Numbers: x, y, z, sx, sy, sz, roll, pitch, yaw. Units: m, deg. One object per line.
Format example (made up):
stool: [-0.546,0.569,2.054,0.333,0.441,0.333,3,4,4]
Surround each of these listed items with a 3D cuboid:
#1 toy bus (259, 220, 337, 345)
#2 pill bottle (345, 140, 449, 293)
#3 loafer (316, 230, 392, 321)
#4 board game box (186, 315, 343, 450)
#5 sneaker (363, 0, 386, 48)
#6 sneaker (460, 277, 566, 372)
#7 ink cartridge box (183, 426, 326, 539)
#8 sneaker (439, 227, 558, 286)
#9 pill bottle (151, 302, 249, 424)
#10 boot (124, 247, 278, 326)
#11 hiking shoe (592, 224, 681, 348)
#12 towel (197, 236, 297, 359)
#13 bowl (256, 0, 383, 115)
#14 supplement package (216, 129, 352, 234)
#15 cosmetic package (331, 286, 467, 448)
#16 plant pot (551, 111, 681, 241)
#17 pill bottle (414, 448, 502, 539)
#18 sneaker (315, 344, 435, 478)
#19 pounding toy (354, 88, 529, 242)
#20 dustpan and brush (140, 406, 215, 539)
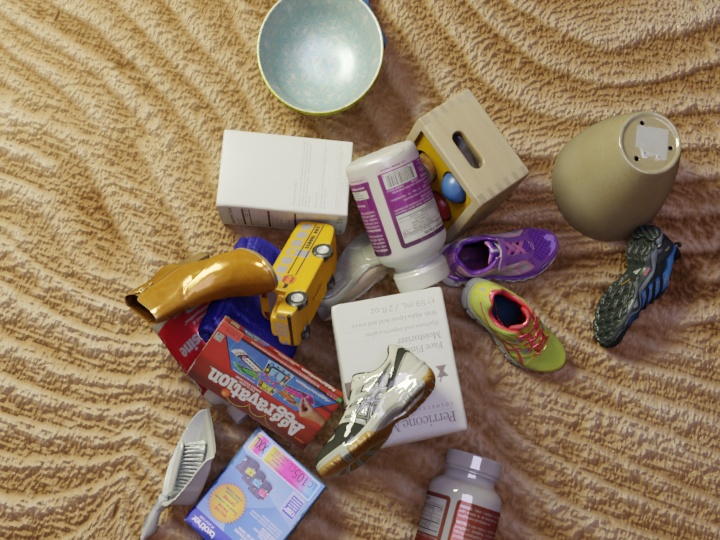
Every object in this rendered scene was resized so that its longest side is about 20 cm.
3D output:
toy bus: [-0.087,0.015,1.343,0.077,0.066,0.201,10,42,15]
pill bottle: [0.060,-0.076,1.371,0.110,0.112,0.203,-22,101,-7]
loafer: [0.000,0.000,1.448,0.199,0.064,0.072,-39,55,-24]
board game box: [-0.132,0.158,1.300,0.198,0.020,0.103,34,111,-11]
sneaker: [-0.011,-0.447,1.531,0.078,0.066,0.201,-38,83,-13]
sneaker: [0.240,0.089,1.409,0.199,0.090,0.079,37,78,-15]
ink cartridge box: [-0.160,0.347,1.356,0.136,0.076,0.201,38,81,5]
sneaker: [0.215,-0.025,1.446,0.196,0.089,0.082,-10,78,-6]
pill bottle: [-0.209,0.120,1.380,0.112,0.112,0.201,-38,83,-10]
boot: [-0.217,0.030,1.262,0.143,0.199,0.072,-38,120,-37]
hiking shoe: [0.434,0.035,1.452,0.086,0.074,0.203,26,92,-26]
towel: [-0.141,0.049,1.367,0.146,0.050,0.202,31,44,-13]
bowl: [-0.062,-0.331,1.479,0.195,0.108,0.205,0,83,-1]
supplement package: [-0.114,-0.132,1.434,0.195,0.117,0.120,6,79,-2]
cosmetic package: [0.051,0.148,1.361,0.161,0.165,0.204,-10,79,-3]
plant pot: [0.405,-0.162,1.427,0.183,0.200,0.192,1,78,-3]
pill bottle: [0.140,0.366,1.349,0.110,0.112,0.204,17,78,1]
sneaker: [0.006,0.184,1.242,0.200,0.076,0.088,-43,66,-9]
pounding toy: [0.117,-0.158,1.433,0.141,0.184,0.202,-33,82,-21]
dustpan and brush: [-0.266,0.309,1.351,0.056,0.140,0.203,14,106,-18]
